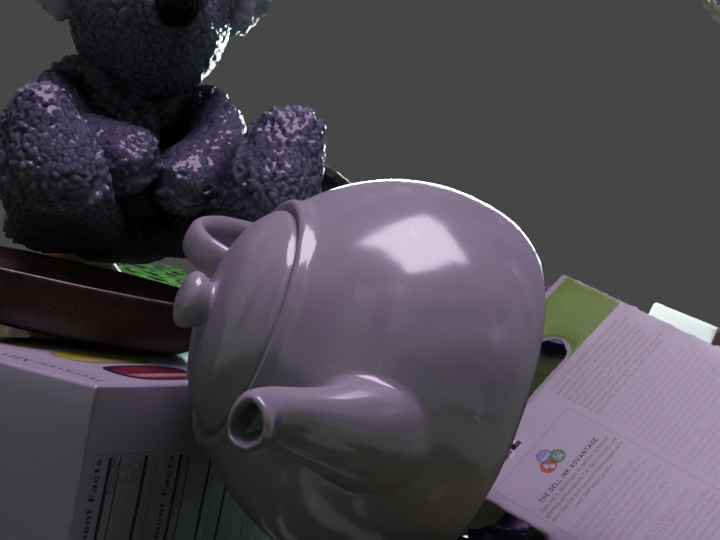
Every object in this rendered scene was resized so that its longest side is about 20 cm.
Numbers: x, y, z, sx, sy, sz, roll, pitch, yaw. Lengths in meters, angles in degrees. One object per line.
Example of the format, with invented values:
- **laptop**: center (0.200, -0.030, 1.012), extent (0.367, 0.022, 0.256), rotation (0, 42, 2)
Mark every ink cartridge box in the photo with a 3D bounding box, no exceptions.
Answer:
- **ink cartridge box**: center (0.144, 0.106, 1.002), extent (0.200, 0.148, 0.076), rotation (28, -28, 36)

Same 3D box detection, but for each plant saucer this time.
- **plant saucer**: center (-0.164, 0.012, 1.033), extent (0.199, 0.032, 0.200), rotation (13, 0, 0)

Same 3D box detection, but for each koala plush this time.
- **koala plush**: center (-0.122, -0.112, 1.095), extent (0.176, 0.201, 0.184), rotation (3, -10, -18)

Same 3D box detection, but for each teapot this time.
- **teapot**: center (-0.017, 0.036, 0.901), extent (0.145, 0.198, 0.200), rotation (22, -30, -15)

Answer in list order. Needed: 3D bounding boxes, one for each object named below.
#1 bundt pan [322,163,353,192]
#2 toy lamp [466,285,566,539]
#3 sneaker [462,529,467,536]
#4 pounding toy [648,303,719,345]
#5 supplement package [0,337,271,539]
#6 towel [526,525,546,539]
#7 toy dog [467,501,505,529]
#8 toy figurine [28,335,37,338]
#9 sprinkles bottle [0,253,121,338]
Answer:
- **bundt pan**: center (0.000, 0.000, 1.188), extent (0.202, 0.076, 0.202), rotation (37, 1, -1)
- **toy lamp**: center (0.098, 0.099, 1.163), extent (0.058, 0.201, 0.058), rotation (7, 39, -6)
- **sneaker**: center (0.071, 0.109, 1.351), extent (0.079, 0.130, 0.199), rotation (10, 3, -5)
- **pounding toy**: center (0.210, 0.123, 1.363), extent (0.142, 0.185, 0.200), rotation (22, 2, -9)
- **supplement package**: center (-0.128, 0.097, 0.978), extent (0.113, 0.110, 0.200), rotation (12, 3, 26)
- **towel**: center (0.190, 0.136, 1.104), extent (0.165, 0.086, 0.200), rotation (12, 27, 17)
- **toy dog**: center (-0.011, 0.099, 1.121), extent (0.200, 0.097, 0.132), rotation (34, -3, -7)
- **toy figurine**: center (-0.252, 0.069, 1.098), extent (0.199, 0.151, 0.184), rotation (-19, 32, -38)
- **sprinkles bottle**: center (-0.194, 0.029, 1.249), extent (0.068, 0.069, 0.200), rotation (11, -10, -14)
